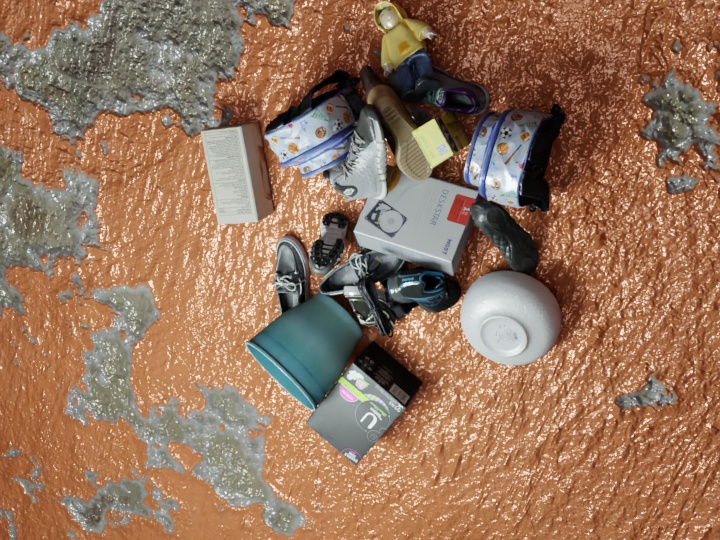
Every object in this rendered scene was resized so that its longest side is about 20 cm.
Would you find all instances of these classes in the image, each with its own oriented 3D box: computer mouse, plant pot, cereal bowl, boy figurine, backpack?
[{"bbox_3d":[0.060,0.029,1.562,0.046,0.200,0.141,-13,110,42],"label":"computer mouse"},{"bbox_3d":[-0.104,0.154,1.673,0.200,0.200,0.188,43,75,4],"label":"plant pot"},{"bbox_3d":[0.284,0.105,1.556,0.199,0.083,0.201,13,125,19],"label":"cereal bowl"},{"bbox_3d":[0.084,-0.411,1.467,0.124,0.064,0.201,-28,73,34],"label":"boy figurine"},{"bbox_3d":[0.268,-0.201,1.413,0.153,0.190,0.201,11,102,14],"label":"backpack"},{"bbox_3d":[-0.088,-0.265,1.539,0.200,0.190,0.154,-29,96,27],"label":"backpack"}]

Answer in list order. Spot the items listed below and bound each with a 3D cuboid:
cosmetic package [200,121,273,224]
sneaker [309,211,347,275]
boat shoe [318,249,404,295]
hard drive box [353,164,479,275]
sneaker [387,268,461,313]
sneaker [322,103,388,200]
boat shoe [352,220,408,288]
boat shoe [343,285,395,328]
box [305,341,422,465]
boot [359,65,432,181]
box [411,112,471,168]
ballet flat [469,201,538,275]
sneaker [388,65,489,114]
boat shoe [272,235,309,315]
[{"bbox_3d":[-0.257,-0.205,1.695,0.103,0.087,0.201,-1,106,21],"label":"cosmetic package"},{"bbox_3d":[-0.065,-0.033,1.624,0.066,0.200,0.091,10,124,2],"label":"sneaker"},{"bbox_3d":[0.000,0.000,1.619,0.200,0.062,0.075,-20,93,31],"label":"boat shoe"},{"bbox_3d":[0.110,-0.099,1.543,0.199,0.077,0.156,18,73,15],"label":"hard drive box"},{"bbox_3d":[0.143,0.039,1.553,0.082,0.200,0.074,-16,75,40],"label":"sneaker"},{"bbox_3d":[-0.013,-0.200,1.449,0.115,0.075,0.200,-13,133,-6],"label":"sneaker"},{"bbox_3d":[0.049,-0.019,1.649,0.067,0.057,0.200,-36,91,28],"label":"boat shoe"},{"bbox_3d":[0.026,0.078,1.611,0.070,0.200,0.064,0,74,28],"label":"boat shoe"},{"bbox_3d":[0.008,0.286,1.730,0.148,0.124,0.200,40,118,6],"label":"box"},{"bbox_3d":[0.068,-0.279,1.514,0.072,0.167,0.200,-28,128,7],"label":"boot"},{"bbox_3d":[0.149,-0.239,1.451,0.050,0.200,0.075,-28,94,21],"label":"box"},{"bbox_3d":[0.276,-0.064,1.514,0.066,0.057,0.200,-46,123,-5],"label":"ballet flat"},{"bbox_3d":[0.138,-0.337,1.488,0.199,0.088,0.075,17,113,16],"label":"sneaker"},{"bbox_3d":[-0.156,0.028,1.742,0.073,0.068,0.200,6,110,20],"label":"boat shoe"}]
